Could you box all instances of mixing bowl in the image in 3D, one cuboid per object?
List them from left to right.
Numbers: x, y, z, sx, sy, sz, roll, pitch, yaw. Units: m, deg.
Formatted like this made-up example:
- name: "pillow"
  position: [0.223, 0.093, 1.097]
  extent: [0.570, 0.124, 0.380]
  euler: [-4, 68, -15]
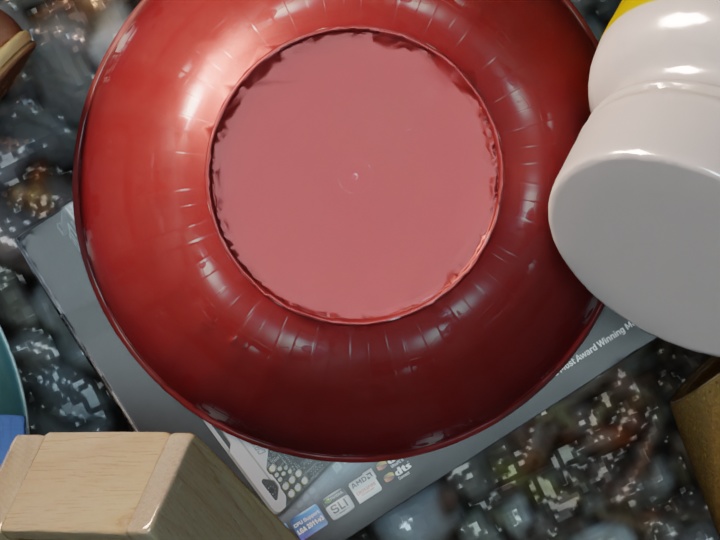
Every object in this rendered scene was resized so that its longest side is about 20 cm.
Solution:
- name: "mixing bowl"
  position: [-0.001, -0.030, 0.897]
  extent: [0.200, 0.108, 0.201]
  euler: [0, 91, -1]

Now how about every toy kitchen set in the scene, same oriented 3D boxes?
- name: "toy kitchen set"
  position: [-0.102, 0.186, 0.888]
  extent: [0.180, 0.163, 0.200]
  euler: [49, 51, -38]

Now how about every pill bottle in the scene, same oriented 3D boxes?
- name: "pill bottle"
  position: [0.144, -0.077, 0.874]
  extent: [0.114, 0.114, 0.200]
  euler: [32, 59, -2]

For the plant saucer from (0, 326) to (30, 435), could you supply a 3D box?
- name: "plant saucer"
  position: [-0.220, 0.065, 0.985]
  extent: [0.200, 0.027, 0.201]
  euler: [0, 91, -2]

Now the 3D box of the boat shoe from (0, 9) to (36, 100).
- name: "boat shoe"
  position: [-0.203, -0.032, 0.934]
  extent: [0.200, 0.072, 0.068]
  euler: [-39, 93, 3]

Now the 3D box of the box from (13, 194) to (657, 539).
- name: "box"
  position: [0.000, 0.000, 0.976]
  extent: [0.200, 0.050, 0.158]
  euler: [-32, 91, 0]

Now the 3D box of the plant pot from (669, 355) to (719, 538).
- name: "plant pot"
  position: [0.205, 0.092, 0.917]
  extent: [0.186, 0.186, 0.200]
  euler: [-40, 89, 0]

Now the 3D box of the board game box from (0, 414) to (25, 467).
- name: "board game box"
  position: [-0.221, 0.121, 0.929]
  extent: [0.200, 0.045, 0.152]
  euler: [3, 113, -9]
